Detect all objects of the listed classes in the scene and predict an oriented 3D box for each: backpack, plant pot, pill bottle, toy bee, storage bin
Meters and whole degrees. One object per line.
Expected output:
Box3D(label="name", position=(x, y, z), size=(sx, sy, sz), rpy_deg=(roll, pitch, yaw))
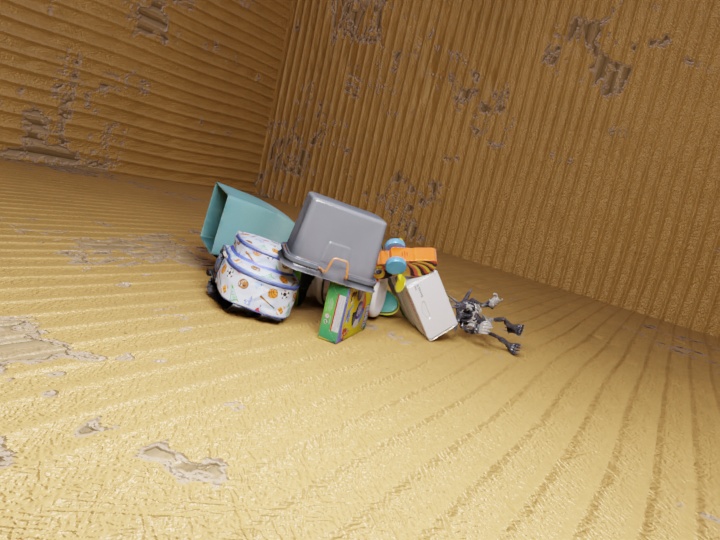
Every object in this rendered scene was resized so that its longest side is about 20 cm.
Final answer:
Box3D(label="backpack", position=(-0.205, 0.016, 1.210), size=(0.195, 0.157, 0.191), rpy_deg=(13, 19, -21))
Box3D(label="plant pot", position=(-0.267, -0.105, 1.449), size=(0.196, 0.145, 0.141), rpy_deg=(14, 13, -31))
Box3D(label="pill bottle", position=(-0.041, 0.033, 1.411), size=(0.195, 0.119, 0.116), rpy_deg=(12, 8, 15))
Box3D(label="toy bee", position=(0.065, -0.020, 1.306), size=(0.196, 0.110, 0.132), rpy_deg=(24, 53, 5))
Box3D(label="storage bin", position=(-0.045, -0.058, 1.136), size=(0.195, 0.138, 0.146), rpy_deg=(17, 12, -17))

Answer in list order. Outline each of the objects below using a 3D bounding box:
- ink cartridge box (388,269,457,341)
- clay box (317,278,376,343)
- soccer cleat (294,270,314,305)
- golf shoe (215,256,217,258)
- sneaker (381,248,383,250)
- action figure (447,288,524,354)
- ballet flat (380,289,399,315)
Box3D(label="ink cartridge box", position=(0.138, 0.059, 1.410), size=(0.083, 0.149, 0.200), rpy_deg=(-28, 19, -7))
Box3D(label="clay box", position=(-0.020, 0.072, 1.229), size=(0.046, 0.118, 0.199), rpy_deg=(17, 10, 18))
Box3D(label="soccer cleat", position=(-0.110, -0.017, 1.350), size=(0.079, 0.206, 0.067), rpy_deg=(11, 0, -20))
Box3D(label="golf shoe", position=(-0.354, -0.053, 1.651), size=(0.093, 0.080, 0.198), rpy_deg=(-1, -3, 36))
Box3D(label="sneaker", position=(0.000, 0.000, 1.505), size=(0.085, 0.202, 0.076), rpy_deg=(22, 44, -7))
Box3D(label="action figure", position=(0.299, 0.113, 1.410), size=(0.197, 0.121, 0.102), rpy_deg=(28, -25, -5))
Box3D(label="ballet flat", position=(0.011, 0.068, 1.490), size=(0.195, 0.068, 0.067), rpy_deg=(16, -18, 20))
